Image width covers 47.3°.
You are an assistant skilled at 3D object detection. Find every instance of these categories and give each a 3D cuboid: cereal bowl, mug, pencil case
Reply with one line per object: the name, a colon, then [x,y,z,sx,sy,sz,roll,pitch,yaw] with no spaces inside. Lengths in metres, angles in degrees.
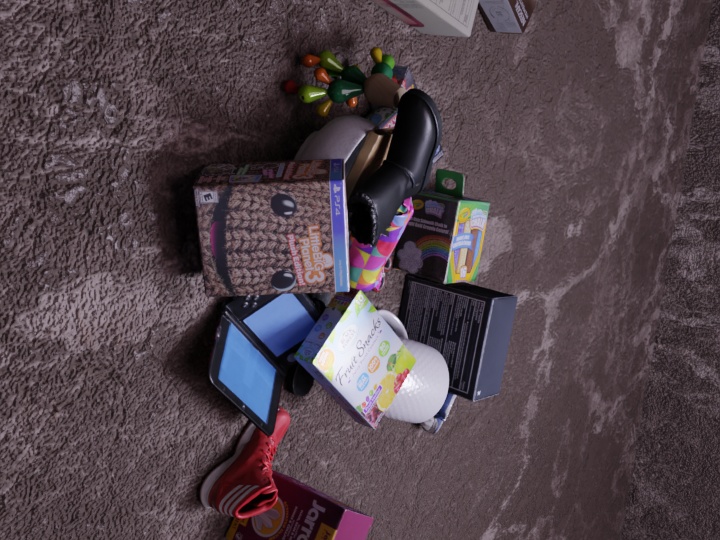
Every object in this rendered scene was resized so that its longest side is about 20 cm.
cereal bowl: [-0.054,-0.151,1.251,0.202,0.083,0.200,-59,174,-10]
mug: [0.052,0.169,1.516,0.174,0.147,0.203,21,55,-44]
pencil case: [0.024,-0.054,1.365,0.088,0.088,0.201,-37,159,-41]

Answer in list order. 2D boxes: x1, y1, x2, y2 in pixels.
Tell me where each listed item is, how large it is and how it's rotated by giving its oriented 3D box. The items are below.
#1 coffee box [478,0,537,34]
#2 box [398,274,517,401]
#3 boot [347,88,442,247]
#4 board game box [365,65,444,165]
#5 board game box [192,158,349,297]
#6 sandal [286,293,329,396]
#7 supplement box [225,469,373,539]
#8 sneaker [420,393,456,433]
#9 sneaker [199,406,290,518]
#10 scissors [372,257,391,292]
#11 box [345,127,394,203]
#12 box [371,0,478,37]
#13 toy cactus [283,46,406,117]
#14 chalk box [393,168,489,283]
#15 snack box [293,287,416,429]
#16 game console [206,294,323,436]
coffee box: [0.270,-0.565,1.580,0.200,0.079,0.115,46,65,-50]
box: [0.183,0.127,1.615,0.123,0.197,0.203,-1,104,-53]
boot: [0.043,-0.142,1.188,0.163,0.073,0.200,-46,155,-33]
board game box: [0.053,-0.237,1.418,0.200,0.061,0.202,-45,134,-34]
board game box: [-0.115,-0.058,1.121,0.097,0.197,0.162,-92,179,-66]
sandal: [-0.075,0.114,1.380,0.075,0.047,0.204,-2,103,-55]
supplement box: [-0.099,0.417,1.329,0.103,0.198,0.132,40,70,-52]
sneaker: [0.132,0.264,1.701,0.081,0.114,0.200,-57,170,-20]
sneaker: [-0.149,0.310,1.293,0.201,0.114,0.079,-51,138,-30]
scissors: [0.000,0.000,1.464,0.199,0.014,0.074,6,101,-58]
box: [-0.004,-0.127,1.279,0.202,0.021,0.163,-63,173,16]
box: [0.106,-0.482,1.361,0.199,0.108,0.130,10,94,-55]
toy cactus: [-0.002,-0.276,1.245,0.199,0.164,0.104,-18,128,-42]
chalk box: [0.159,-0.088,1.566,0.123,0.124,0.203,-1,104,-53]
snack box: [-0.003,0.143,1.330,0.143,0.053,0.200,-56,131,-22]
game console: [-0.128,0.124,1.242,0.171,0.119,0.201,-33,138,1]
